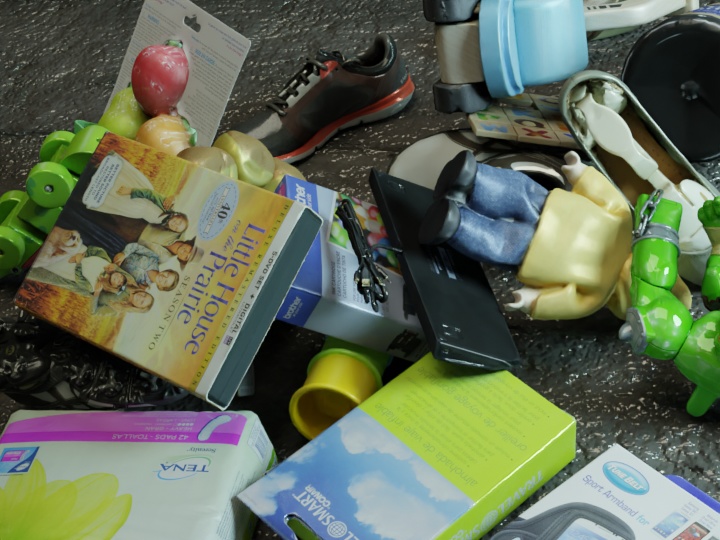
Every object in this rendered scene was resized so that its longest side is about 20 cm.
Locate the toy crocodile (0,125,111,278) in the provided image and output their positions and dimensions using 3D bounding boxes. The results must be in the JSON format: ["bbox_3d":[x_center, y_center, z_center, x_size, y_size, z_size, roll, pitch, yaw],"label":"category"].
[{"bbox_3d":[-0.270,-0.052,1.270,0.200,0.062,0.068,-45,21,28],"label":"toy crocodile"}]

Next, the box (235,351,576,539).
[{"bbox_3d":[0.032,0.135,0.983,0.200,0.048,0.122,-35,49,-26],"label":"box"}]

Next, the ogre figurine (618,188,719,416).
[{"bbox_3d":[0.261,0.036,1.005,0.120,0.200,0.098,-56,9,-29],"label":"ogre figurine"}]

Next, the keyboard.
[{"bbox_3d":[0.037,-0.006,1.059,0.126,0.021,0.201,18,32,-27],"label":"keyboard"}]

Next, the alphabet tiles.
[{"bbox_3d":[0.182,-0.121,1.232,0.198,0.008,0.167,7,19,-5],"label":"alphabet tiles"}]

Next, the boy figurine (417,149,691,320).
[{"bbox_3d":[0.147,-0.021,1.068,0.199,0.064,0.125,20,77,-13],"label":"boy figurine"}]

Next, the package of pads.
[{"bbox_3d":[-0.169,0.166,1.003,0.198,0.069,0.155,-2,38,16],"label":"package of pads"}]

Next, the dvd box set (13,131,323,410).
[{"bbox_3d":[-0.137,-0.005,1.037,0.199,0.029,0.147,22,80,35],"label":"dvd box set"}]

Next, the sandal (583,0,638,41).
[{"bbox_3d":[0.196,-0.237,1.403,0.200,0.080,0.057,-18,31,11],"label":"sandal"}]

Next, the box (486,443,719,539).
[{"bbox_3d":[0.142,0.184,0.900,0.199,0.042,0.119,-34,41,-21],"label":"box"}]

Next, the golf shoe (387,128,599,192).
[{"bbox_3d":[0.100,-0.068,1.178,0.199,0.078,0.094,6,13,28],"label":"golf shoe"}]

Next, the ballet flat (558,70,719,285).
[{"bbox_3d":[0.213,-0.064,1.098,0.067,0.200,0.064,-40,-8,12],"label":"ballet flat"}]

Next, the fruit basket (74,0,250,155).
[{"bbox_3d":[-0.170,-0.133,1.303,0.185,0.093,0.201,37,104,47],"label":"fruit basket"}]

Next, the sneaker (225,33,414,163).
[{"bbox_3d":[-0.048,-0.164,1.381,0.199,0.082,0.077,-27,38,-17],"label":"sneaker"}]

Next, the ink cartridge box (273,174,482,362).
[{"bbox_3d":[0.000,0.000,1.086,0.199,0.042,0.120,16,41,-19],"label":"ink cartridge box"}]

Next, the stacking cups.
[{"bbox_3d":[0.000,0.042,1.116,0.060,0.061,0.201,-1,38,17],"label":"stacking cups"}]

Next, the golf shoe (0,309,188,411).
[{"bbox_3d":[-0.188,0.073,1.103,0.199,0.095,0.078,4,64,32],"label":"golf shoe"}]

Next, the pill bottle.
[{"bbox_3d":[0.285,-0.156,1.194,0.111,0.113,0.200,6,16,25],"label":"pill bottle"}]

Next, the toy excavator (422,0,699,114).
[{"bbox_3d":[0.168,-0.200,1.223,0.199,0.101,0.195,0,21,19],"label":"toy excavator"}]

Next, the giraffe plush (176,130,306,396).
[{"bbox_3d":[-0.146,-0.003,1.175,0.161,0.172,0.202,-2,72,33],"label":"giraffe plush"}]
